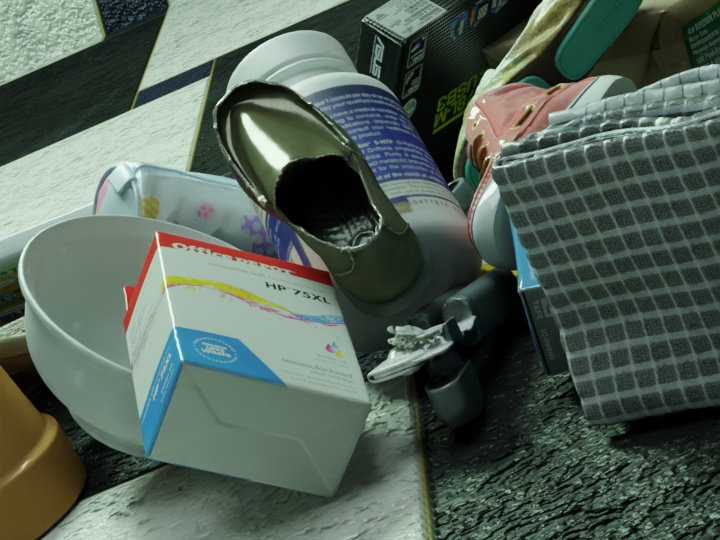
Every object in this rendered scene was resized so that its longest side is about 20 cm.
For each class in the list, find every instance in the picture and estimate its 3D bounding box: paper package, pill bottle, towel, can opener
[{"bbox_3d":[0.225,-0.174,1.783,0.190,0.104,0.200,-9,21,45],"label":"paper package"},{"bbox_3d":[-0.012,-0.058,1.542,0.119,0.120,0.201,-25,55,-4],"label":"pill bottle"},{"bbox_3d":[0.174,-0.013,1.204,0.199,0.166,0.086,-14,24,35],"label":"towel"},{"bbox_3d":[0.055,0.044,1.408,0.052,0.067,0.200,-21,7,20],"label":"can opener"}]

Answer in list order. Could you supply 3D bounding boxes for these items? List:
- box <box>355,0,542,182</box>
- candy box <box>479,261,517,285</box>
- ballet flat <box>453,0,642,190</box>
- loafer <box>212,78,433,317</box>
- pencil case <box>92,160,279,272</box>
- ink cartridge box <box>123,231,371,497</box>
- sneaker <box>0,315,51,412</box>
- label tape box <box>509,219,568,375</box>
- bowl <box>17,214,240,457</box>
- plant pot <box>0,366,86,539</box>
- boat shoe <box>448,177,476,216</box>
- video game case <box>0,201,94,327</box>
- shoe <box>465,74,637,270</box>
[{"bbox_3d":[0.065,-0.147,1.805,0.047,0.194,0.200,31,46,26],"label":"box"},{"bbox_3d":[0.141,-0.012,1.512,0.102,0.027,0.200,-29,16,-20],"label":"candy box"},{"bbox_3d":[0.122,-0.140,1.660,0.200,0.071,0.071,-53,18,-3],"label":"ballet flat"},{"bbox_3d":[-0.027,-0.058,1.431,0.075,0.070,0.200,-40,55,-7],"label":"loafer"},{"bbox_3d":[-0.087,-0.027,1.642,0.199,0.091,0.083,3,43,-28],"label":"pencil case"},{"bbox_3d":[-0.072,0.043,1.387,0.115,0.068,0.200,13,25,-18],"label":"ink cartridge box"},{"bbox_3d":[-0.237,0.076,1.647,0.070,0.076,0.200,-30,6,-28],"label":"sneaker"},{"bbox_3d":[0.189,-0.024,1.361,0.199,0.064,0.144,-17,26,8],"label":"label tape box"},{"bbox_3d":[-0.130,0.056,1.502,0.200,0.091,0.201,17,27,-9],"label":"bowl"},{"bbox_3d":[-0.297,0.116,1.533,0.199,0.141,0.200,-23,15,7],"label":"plant pot"},{"bbox_3d":[0.000,0.000,1.617,0.199,0.062,0.073,-25,15,-2],"label":"boat shoe"},{"bbox_3d":[-0.222,0.011,1.785,0.199,0.022,0.182,-20,-25,15],"label":"video game case"},{"bbox_3d":[0.101,-0.063,1.523,0.090,0.072,0.200,0,32,36],"label":"shoe"}]
